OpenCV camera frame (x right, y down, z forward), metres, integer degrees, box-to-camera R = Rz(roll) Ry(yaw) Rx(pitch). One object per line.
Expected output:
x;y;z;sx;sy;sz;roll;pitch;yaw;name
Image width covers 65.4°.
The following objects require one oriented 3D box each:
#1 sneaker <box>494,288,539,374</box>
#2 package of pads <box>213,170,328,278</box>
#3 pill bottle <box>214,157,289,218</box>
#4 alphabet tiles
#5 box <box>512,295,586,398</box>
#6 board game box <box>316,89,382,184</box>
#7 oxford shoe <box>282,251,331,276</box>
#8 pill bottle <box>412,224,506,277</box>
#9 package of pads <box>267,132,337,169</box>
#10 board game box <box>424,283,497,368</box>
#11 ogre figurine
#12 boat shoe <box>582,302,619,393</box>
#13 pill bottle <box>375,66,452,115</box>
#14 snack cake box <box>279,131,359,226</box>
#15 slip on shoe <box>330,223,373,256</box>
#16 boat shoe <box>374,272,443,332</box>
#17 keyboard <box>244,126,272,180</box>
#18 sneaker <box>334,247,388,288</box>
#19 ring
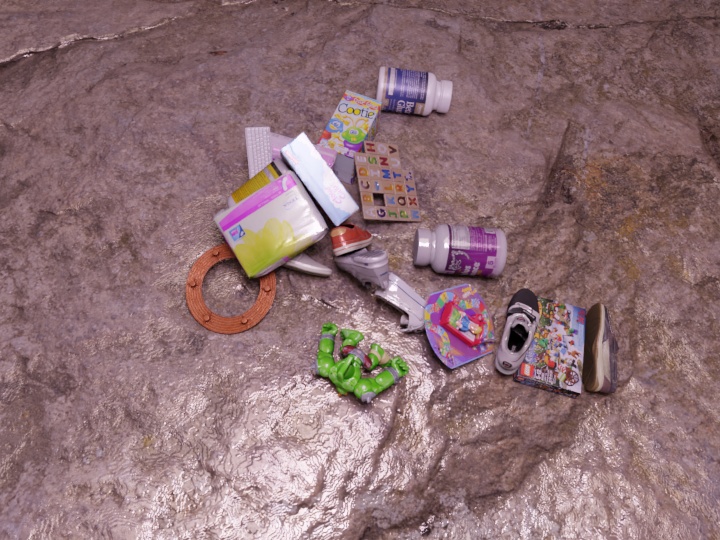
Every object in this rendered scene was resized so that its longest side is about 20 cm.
0.339;0.113;1.174;0.073;0.089;0.202;17;60;11;sneaker
-0.183;-0.092;1.179;0.199;0.068;0.155;-33;87;-1;package of pads
-0.228;-0.152;1.273;0.199;0.112;0.113;-37;68;1;pill bottle
0.064;-0.216;1.354;0.165;0.008;0.203;-1;75;-31;alphabet tiles
0.414;0.161;1.222;0.135;0.038;0.202;15;61;3;box
-0.029;-0.340;1.424;0.104;0.103;0.202;20;61;6;board game box
-0.155;-0.034;1.256;0.198;0.075;0.058;19;81;10;oxford shoe
0.222;-0.046;1.278;0.197;0.113;0.114;4;60;-2;pill bottle
-0.157;-0.253;1.351;0.197;0.121;0.076;16;48;4;package of pads
0.222;0.109;1.178;0.198;0.039;0.160;-12;81;-38;board game box
-0.015;0.188;1.136;0.199;0.098;0.120;39;52;3;ogre figurine
0.523;0.170;1.214;0.065;0.072;0.203;18;61;-6;boat shoe
0.143;-0.480;1.513;0.197;0.111;0.112;7;60;-1;pill bottle
-0.092;-0.197;1.232;0.067;0.115;0.201;-38;100;-4;snack cake box
-0.020;-0.076;1.238;0.073;0.200;0.062;-18;93;16;slip on shoe
0.110;0.100;1.198;0.202;0.075;0.086;41;78;-7;boat shoe
-0.232;-0.232;1.306;0.055;0.202;0.011;-6;29;-12;keyboard
0.000;0.000;1.209;0.074;0.200;0.083;-18;101;-19;sneaker
-0.281;0.035;1.210;0.197;0.019;0.203;0;75;1;ring
